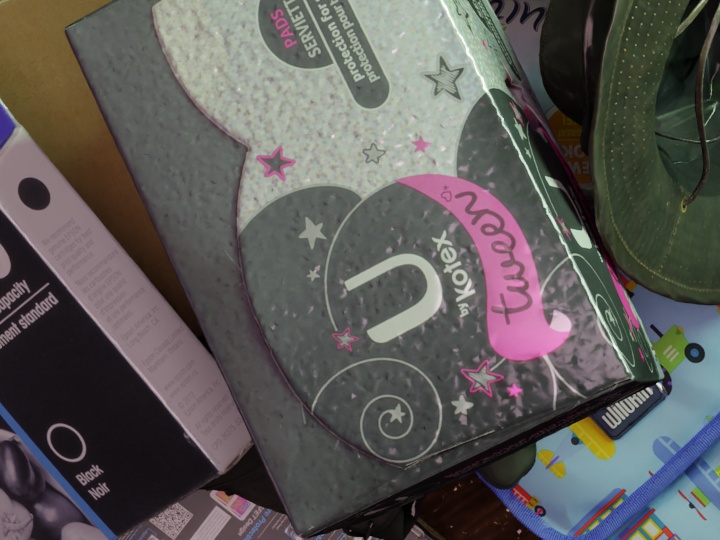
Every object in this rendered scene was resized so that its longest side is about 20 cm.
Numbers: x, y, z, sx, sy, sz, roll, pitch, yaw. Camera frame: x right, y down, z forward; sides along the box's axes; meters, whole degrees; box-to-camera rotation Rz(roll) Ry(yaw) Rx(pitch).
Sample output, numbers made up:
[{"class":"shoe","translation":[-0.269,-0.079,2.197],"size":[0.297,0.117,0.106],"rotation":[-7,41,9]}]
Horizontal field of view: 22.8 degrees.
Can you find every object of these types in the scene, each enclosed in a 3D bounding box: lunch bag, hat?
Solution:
[{"class":"lunch bag","translation":[0.135,0.057,0.758],"size":[0.200,0.094,0.151],"rotation":[39,116,-1]},{"class":"hat","translation":[0.119,-0.083,0.672],"size":[0.081,0.201,0.201],"rotation":[19,91,39]}]

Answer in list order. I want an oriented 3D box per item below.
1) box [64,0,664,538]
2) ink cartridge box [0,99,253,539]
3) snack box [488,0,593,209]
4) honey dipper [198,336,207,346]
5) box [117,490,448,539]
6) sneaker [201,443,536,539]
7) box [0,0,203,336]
[{"class":"box","translation":[0.006,-0.023,0.641],"size":[0.132,0.115,0.200],"rotation":[-27,82,12]},{"class":"ink cartridge box","translation":[-0.167,0.036,0.737],"size":[0.198,0.043,0.200],"rotation":[-35,95,37]},{"class":"snack box","translation":[0.049,-0.135,0.793],"size":[0.169,0.068,0.200],"rotation":[10,82,4]},{"class":"honey dipper","translation":[-0.160,-0.012,0.828],"size":[0.200,0.038,0.038],"rotation":[31,90,-1]},{"class":"box","translation":[-0.070,0.165,0.830],"size":[0.159,0.046,0.200],"rotation":[38,89,-2]},{"class":"sneaker","translation":[-0.019,0.076,0.748],"size":[0.200,0.076,0.091],"rotation":[-17,94,26]},{"class":"box","translation":[-0.149,-0.032,0.779],"size":[0.200,0.021,0.164],"rotation":[-15,102,24]}]
